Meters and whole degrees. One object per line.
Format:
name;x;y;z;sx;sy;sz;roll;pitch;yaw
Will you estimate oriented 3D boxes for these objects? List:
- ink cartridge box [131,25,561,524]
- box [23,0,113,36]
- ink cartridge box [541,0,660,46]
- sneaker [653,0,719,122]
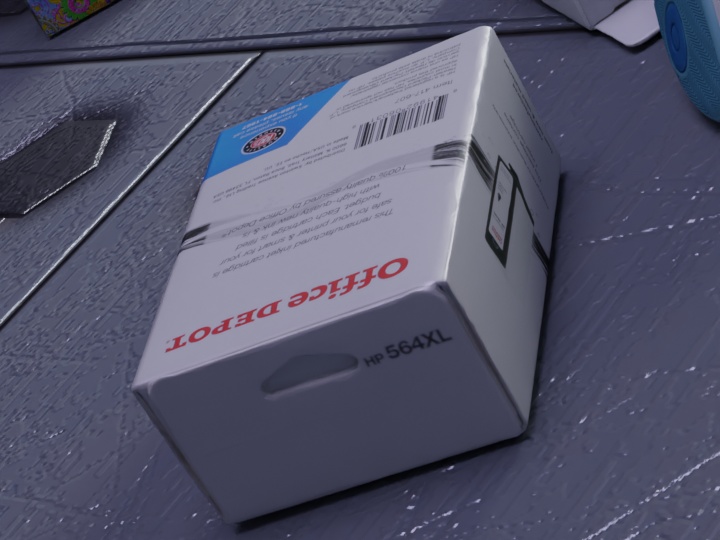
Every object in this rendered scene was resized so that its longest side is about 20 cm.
ink cartridge box;0.000;0.000;1.099;0.145;0.085;0.201;-19;30;22
box;-0.205;-0.295;1.675;0.121;0.201;0.193;-28;28;7
ink cartridge box;0.126;-0.192;1.307;0.115;0.067;0.200;-35;27;-7
sneaker;0.195;-0.155;1.167;0.129;0.080;0.201;-5;54;-6
